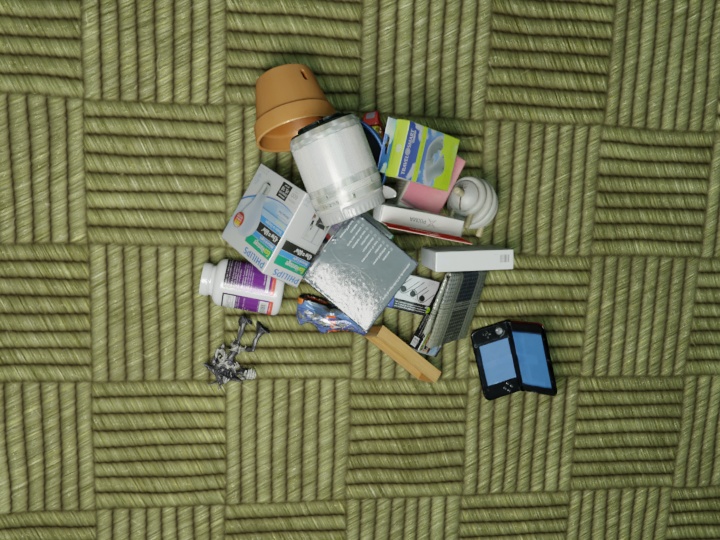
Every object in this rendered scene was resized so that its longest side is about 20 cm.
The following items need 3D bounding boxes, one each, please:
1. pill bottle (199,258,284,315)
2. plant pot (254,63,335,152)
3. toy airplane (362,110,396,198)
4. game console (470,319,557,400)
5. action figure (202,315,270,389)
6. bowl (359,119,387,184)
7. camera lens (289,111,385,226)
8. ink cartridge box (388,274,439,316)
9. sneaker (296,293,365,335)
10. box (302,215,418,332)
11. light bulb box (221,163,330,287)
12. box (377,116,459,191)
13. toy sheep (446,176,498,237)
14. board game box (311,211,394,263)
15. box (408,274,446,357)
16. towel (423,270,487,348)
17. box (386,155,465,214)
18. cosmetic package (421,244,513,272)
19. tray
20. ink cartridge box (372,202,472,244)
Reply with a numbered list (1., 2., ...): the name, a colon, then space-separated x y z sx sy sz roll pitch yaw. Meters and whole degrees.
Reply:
1. pill bottle: -0.284 0.037 1.488 0.195 0.112 0.115 11 97 -10
2. plant pot: -0.160 -0.376 1.413 0.195 0.200 0.143 -16 84 -6
3. toy airplane: 0.027 -0.261 1.436 0.199 0.141 0.200 42 86 20
4. game console: 0.401 0.244 1.618 0.168 0.119 0.205 -16 100 -6
5. action figure: -0.311 0.216 1.519 0.117 0.102 0.203 30 92 -23
6. bowl: -0.029 -0.242 1.382 0.196 0.039 0.206 7 110 19
7. camera lens: -0.048 -0.215 1.286 0.157 0.160 0.204 -23 100 -4
8. ink cartridge box: 0.097 0.051 1.581 0.195 0.044 0.096 13 95 -10
9. sneaker: -0.073 0.125 1.561 0.196 0.075 0.080 20 105 -3
10. box: 0.000 0.000 1.437 0.195 0.124 0.201 39 91 1
11. light bulb box: -0.189 -0.104 1.423 0.124 0.197 0.203 26 96 -50
12. box: 0.131 -0.255 1.358 0.197 0.047 0.125 6 99 -43
13. toy sheep: 0.273 -0.165 1.513 0.135 0.199 0.142 -5 79 25
14. board game box: -0.034 -0.058 1.525 0.153 0.040 0.201 41 92 5
15. box: 0.206 0.119 1.581 0.109 0.034 0.203 22 97 -53
16. towel: 0.238 0.092 1.552 0.190 0.034 0.205 -5 116 -51
17. box: 0.153 -0.204 1.507 0.107 0.128 0.203 26 95 -12
18. cosmetic package: 0.263 -0.032 1.538 0.194 0.151 0.053 -2 99 -7
19. tray: 0.107 0.213 1.578 0.199 0.098 0.037 40 73 -12
20. ink cartridge box: 0.137 -0.109 1.365 0.195 0.174 0.045 10 99 -12
